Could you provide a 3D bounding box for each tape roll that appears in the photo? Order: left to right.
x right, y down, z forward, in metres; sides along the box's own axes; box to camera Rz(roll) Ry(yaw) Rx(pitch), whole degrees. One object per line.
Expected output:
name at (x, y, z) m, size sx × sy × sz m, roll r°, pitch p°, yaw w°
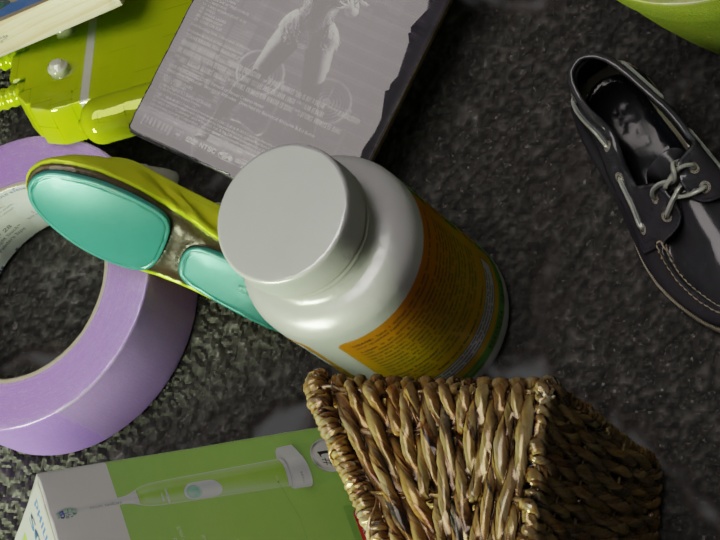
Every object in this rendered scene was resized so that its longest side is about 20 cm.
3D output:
tape roll at (-0.207, 0.016, 1.606) m, size 0.199 × 0.066 × 0.201 m, roll -10°, pitch 66°, yaw 24°

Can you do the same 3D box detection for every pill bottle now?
pill bottle at (0.000, 0.000, 1.422) m, size 0.111 × 0.200 × 0.112 m, roll -10°, pitch 67°, yaw 24°

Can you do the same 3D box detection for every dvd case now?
dvd case at (-0.035, -0.145, 1.525) m, size 0.148 × 0.016 × 0.201 m, roll 25°, pitch 82°, yaw 10°

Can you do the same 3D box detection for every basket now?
basket at (0.063, 0.145, 1.335) m, size 0.148 × 0.200 × 0.144 m, roll 0°, pitch 73°, yaw 25°

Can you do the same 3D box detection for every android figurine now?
android figurine at (-0.149, -0.146, 1.613) m, size 0.199 × 0.041 × 0.183 m, roll -12°, pitch 41°, yaw 12°

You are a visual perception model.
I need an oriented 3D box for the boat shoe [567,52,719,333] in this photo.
boat shoe at (0.176, -0.047, 1.429) m, size 0.073 × 0.063 × 0.201 m, roll -35°, pitch 59°, yaw 12°

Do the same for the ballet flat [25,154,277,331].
ballet flat at (-0.111, -0.027, 1.525) m, size 0.067 × 0.199 × 0.067 m, roll -57°, pitch 10°, yaw 41°

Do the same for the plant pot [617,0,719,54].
plant pot at (0.223, -0.203, 1.386) m, size 0.199 × 0.193 × 0.201 m, roll -10°, pitch 66°, yaw 24°

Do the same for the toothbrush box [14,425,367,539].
toothbrush box at (-0.080, 0.181, 1.399) m, size 0.146 × 0.199 × 0.086 m, roll 68°, pitch 151°, yaw 28°

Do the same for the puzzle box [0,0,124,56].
puzzle box at (-0.226, -0.193, 1.668) m, size 0.199 × 0.025 × 0.133 m, roll -19°, pitch 31°, yaw 27°
